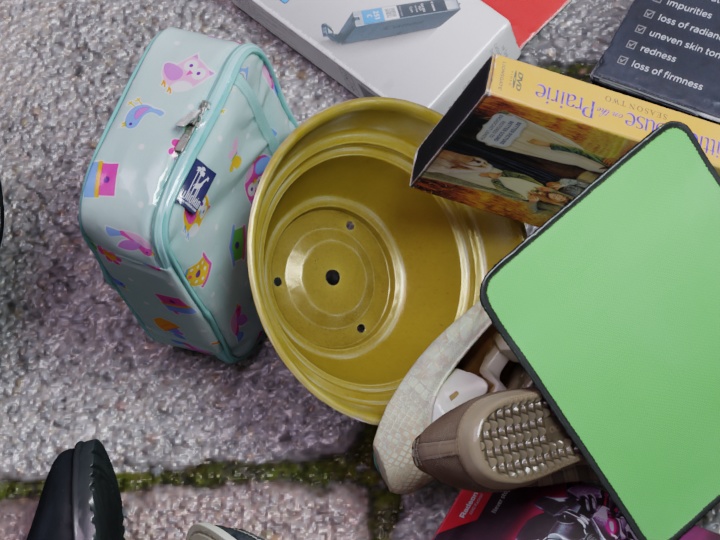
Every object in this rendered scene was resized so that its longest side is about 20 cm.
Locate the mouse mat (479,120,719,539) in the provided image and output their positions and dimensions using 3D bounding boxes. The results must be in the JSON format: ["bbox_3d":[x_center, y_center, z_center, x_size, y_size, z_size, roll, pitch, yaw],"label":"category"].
[{"bbox_3d":[0.172,0.037,1.509,0.161,0.200,0.008,-39,17,-15],"label":"mouse mat"}]

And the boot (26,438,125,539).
[{"bbox_3d":[-0.229,0.205,1.625,0.167,0.076,0.201,-7,67,8],"label":"boot"}]

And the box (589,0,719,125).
[{"bbox_3d":[0.277,-0.136,1.637,0.199,0.124,0.197,21,70,25],"label":"box"}]

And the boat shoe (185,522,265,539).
[{"bbox_3d":[-0.031,0.202,1.575,0.066,0.075,0.199,-12,24,-33],"label":"boat shoe"}]

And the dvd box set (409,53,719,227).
[{"bbox_3d":[0.144,-0.058,1.574,0.199,0.146,0.030,17,66,-12],"label":"dvd box set"}]

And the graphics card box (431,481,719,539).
[{"bbox_3d":[0.132,0.191,1.538,0.199,0.051,0.126,21,61,24],"label":"graphics card box"}]

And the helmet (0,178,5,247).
[{"bbox_3d":[-0.336,-0.038,1.720,0.190,0.200,0.201,-5,55,52],"label":"helmet"}]

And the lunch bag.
[{"bbox_3d":[-0.093,-0.049,1.651,0.077,0.200,0.161,18,67,23],"label":"lunch bag"}]

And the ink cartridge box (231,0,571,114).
[{"bbox_3d":[0.032,-0.201,1.789,0.200,0.045,0.176,38,79,29],"label":"ink cartridge box"}]

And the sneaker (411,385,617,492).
[{"bbox_3d":[0.118,0.090,1.544,0.075,0.199,0.071,-9,82,51],"label":"sneaker"}]

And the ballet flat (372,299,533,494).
[{"bbox_3d":[0.081,0.052,1.576,0.200,0.067,0.062,-53,31,-4],"label":"ballet flat"}]

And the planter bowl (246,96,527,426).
[{"bbox_3d":[0.000,0.000,1.642,0.083,0.200,0.201,-15,47,58],"label":"planter bowl"}]
